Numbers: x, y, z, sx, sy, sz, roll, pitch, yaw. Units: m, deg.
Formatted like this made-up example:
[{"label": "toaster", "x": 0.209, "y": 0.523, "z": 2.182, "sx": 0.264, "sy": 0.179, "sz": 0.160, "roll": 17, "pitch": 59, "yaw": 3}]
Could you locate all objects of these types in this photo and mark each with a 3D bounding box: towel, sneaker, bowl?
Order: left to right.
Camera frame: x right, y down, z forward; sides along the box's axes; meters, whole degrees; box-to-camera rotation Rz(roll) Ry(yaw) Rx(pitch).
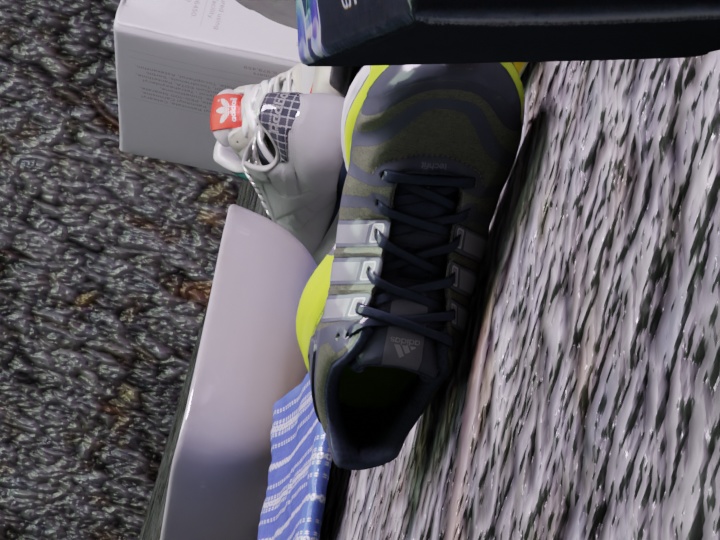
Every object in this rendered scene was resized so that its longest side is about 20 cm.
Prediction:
[{"label": "bowl", "x": -0.069, "y": 0.088, "z": 1.590, "sx": 0.200, "sy": 0.074, "sz": 0.200, "roll": 106, "pitch": 176, "yaw": -51}, {"label": "towel", "x": -0.043, "y": 0.146, "z": 1.371, "sx": 0.145, "sy": 0.024, "sz": 0.200, "roll": 126, "pitch": 154, "yaw": -70}, {"label": "sneaker", "x": -0.055, "y": -0.101, "z": 1.808, "sx": 0.200, "sy": 0.093, "sz": 0.071, "roll": 119, "pitch": 161, "yaw": -71}, {"label": "sneaker", "x": -0.037, "y": -0.064, "z": 1.701, "sx": 0.200, "sy": 0.080, "sz": 0.077, "roll": 113, "pitch": 169, "yaw": -66}, {"label": "sneaker", "x": 0.022, "y": -0.003, "z": 1.029, "sx": 0.081, "sy": 0.074, "sz": 0.200, "roll": -94, "pitch": 12, "yaw": -47}]

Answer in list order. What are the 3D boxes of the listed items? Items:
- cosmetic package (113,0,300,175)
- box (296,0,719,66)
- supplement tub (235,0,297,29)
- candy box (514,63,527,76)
[{"label": "cosmetic package", "x": -0.090, "y": -0.189, "z": 2.025, "sx": 0.200, "sy": 0.166, "sz": 0.168, "roll": 97, "pitch": -176, "yaw": -64}, {"label": "box", "x": 0.044, "y": -0.149, "z": 0.594, "sx": 0.148, "sy": 0.107, "sz": 0.201, "roll": -178, "pitch": 85, "yaw": -80}, {"label": "supplement tub", "x": -0.007, "y": -0.256, "z": 1.640, "sx": 0.132, "sy": 0.132, "sz": 0.200, "roll": 126, "pitch": 157, "yaw": -76}, {"label": "candy box", "x": 0.070, "y": -0.159, "z": 1.125, "sx": 0.102, "sy": 0.026, "sz": 0.200, "roll": 120, "pitch": 164, "yaw": -59}]
